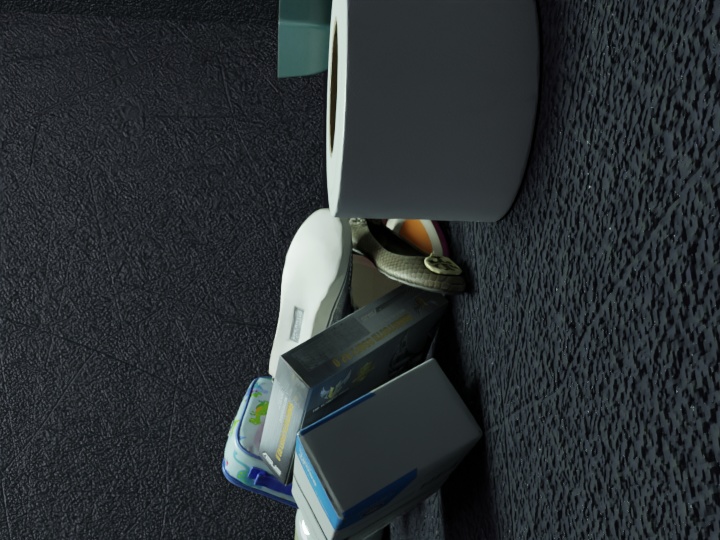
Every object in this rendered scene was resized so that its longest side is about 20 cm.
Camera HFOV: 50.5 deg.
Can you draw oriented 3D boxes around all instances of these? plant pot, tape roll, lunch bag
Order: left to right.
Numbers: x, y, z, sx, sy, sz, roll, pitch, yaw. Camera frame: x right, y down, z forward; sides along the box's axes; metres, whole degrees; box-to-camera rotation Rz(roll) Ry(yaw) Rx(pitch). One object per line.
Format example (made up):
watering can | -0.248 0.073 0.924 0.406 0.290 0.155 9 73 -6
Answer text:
lunch bag | -0.081 0.241 1.031 0.162 0.197 0.083 -81 15 -57
plant pot | -0.147 -0.706 2.274 0.197 0.196 0.199 100 170 -50
tape roll | 0.045 -0.142 0.607 0.203 0.136 0.207 -179 90 -85

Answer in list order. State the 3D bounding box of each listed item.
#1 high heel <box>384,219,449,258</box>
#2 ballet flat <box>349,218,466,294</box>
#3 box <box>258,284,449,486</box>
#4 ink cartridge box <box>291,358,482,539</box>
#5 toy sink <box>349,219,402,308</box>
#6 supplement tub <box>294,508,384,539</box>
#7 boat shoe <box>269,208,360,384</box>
high heel | 0.069 -0.036 0.869 0.068 0.095 0.200 -62 33 7
ballet flat | 0.039 -0.021 0.767 0.199 0.066 0.047 31 107 56
box | -0.006 0.110 0.782 0.048 0.198 0.160 41 136 25
ink cartridge box | 0.015 0.184 0.718 0.085 0.143 0.201 56 159 22
toy sink | 0.000 0.000 0.975 0.201 0.110 0.132 -99 29 -56
supplement tub | -0.036 0.433 1.240 0.147 0.142 0.202 -95 9 -45
boat shoe | -0.033 0.034 0.809 0.092 0.074 0.204 -2 -67 -53
